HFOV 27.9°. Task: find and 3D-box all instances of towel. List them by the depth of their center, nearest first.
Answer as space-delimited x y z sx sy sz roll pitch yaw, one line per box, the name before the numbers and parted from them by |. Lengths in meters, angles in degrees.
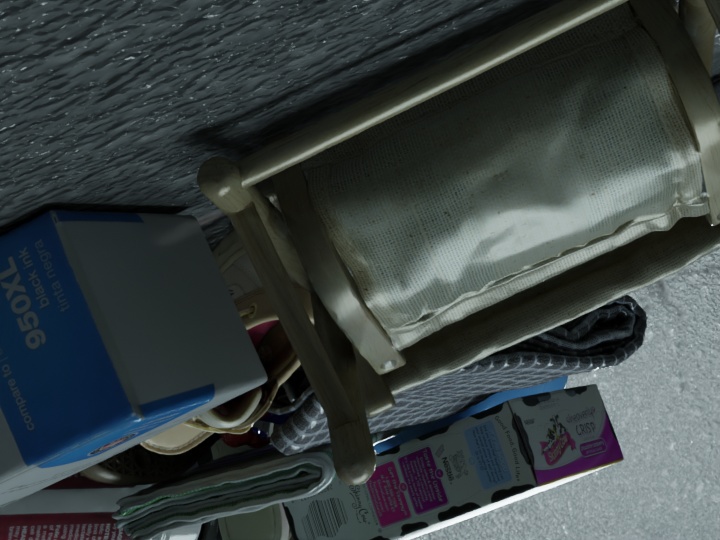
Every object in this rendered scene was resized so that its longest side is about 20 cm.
towel | 0.048 0.044 0.851 0.199 0.086 0.165 -5 169 -44
towel | -0.057 0.134 0.954 0.148 0.031 0.200 -15 177 16

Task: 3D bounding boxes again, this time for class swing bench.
swing bench | 0.062 -0.025 0.579 0.198 0.130 0.200 -25 -179 4

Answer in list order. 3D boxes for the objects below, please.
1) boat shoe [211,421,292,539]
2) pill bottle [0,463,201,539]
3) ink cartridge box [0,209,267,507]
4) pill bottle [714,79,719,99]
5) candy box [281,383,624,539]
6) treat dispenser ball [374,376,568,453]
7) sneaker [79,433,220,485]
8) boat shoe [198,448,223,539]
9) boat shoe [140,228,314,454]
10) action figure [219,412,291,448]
boat shoe | -0.076 0.121 1.102 0.072 0.201 0.059 -12 166 22
pill bottle | -0.217 0.160 0.998 0.199 0.115 0.114 7 157 -39
ink cartridge box | -0.158 0.055 0.582 0.199 0.085 0.145 -26 175 13
pill bottle | 0.263 -0.070 1.166 0.119 0.120 0.200 -21 175 -32
candy box | 0.064 0.144 1.004 0.200 0.061 0.136 -27 166 32
treat dispenser ball | 0.069 0.061 1.159 0.200 0.202 0.201 -24 176 -2
sneaker | -0.142 0.106 0.966 0.075 0.071 0.200 -23 176 29
boat shoe | -0.137 0.141 1.118 0.071 0.201 0.068 -15 159 19
boat shoe | -0.077 0.053 0.780 0.073 0.069 0.200 11 139 -25
action figure | -0.062 0.086 0.981 0.051 0.066 0.200 -10 175 30
